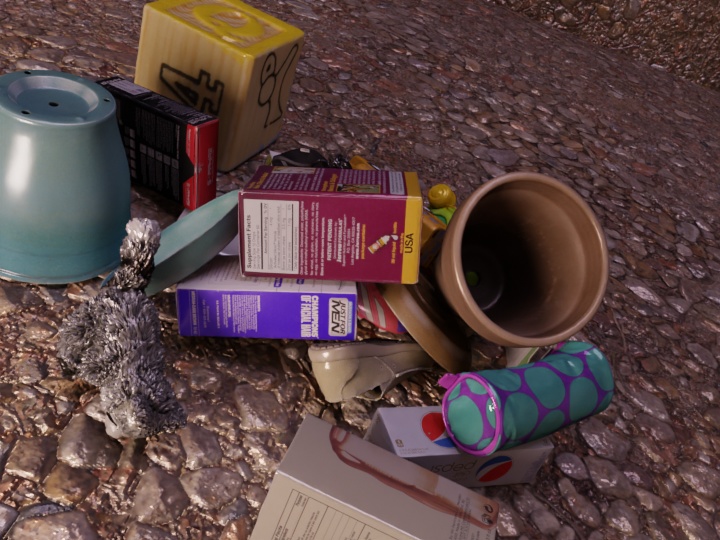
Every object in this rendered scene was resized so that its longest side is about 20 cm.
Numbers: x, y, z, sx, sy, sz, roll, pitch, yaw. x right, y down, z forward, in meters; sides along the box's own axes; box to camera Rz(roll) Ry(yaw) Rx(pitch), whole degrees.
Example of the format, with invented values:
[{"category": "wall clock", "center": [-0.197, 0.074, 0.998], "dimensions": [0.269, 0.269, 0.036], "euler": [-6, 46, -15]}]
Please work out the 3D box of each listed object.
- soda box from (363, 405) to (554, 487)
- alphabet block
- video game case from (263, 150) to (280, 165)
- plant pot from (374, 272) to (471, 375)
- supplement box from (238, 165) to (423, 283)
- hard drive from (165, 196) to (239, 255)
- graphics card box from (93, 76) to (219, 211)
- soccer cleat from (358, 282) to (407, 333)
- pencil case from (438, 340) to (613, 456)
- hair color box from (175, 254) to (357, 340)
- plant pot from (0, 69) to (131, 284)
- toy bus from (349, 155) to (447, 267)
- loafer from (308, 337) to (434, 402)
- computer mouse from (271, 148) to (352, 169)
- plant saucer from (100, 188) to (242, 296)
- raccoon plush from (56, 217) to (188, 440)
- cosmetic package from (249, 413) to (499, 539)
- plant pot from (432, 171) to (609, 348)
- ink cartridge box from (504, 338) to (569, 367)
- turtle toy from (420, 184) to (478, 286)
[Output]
[{"category": "soda box", "center": [0.106, 0.192, 0.810], "dimensions": [0.198, 0.064, 0.068], "euler": [4, 37, -26]}, {"category": "alphabet block", "center": [-0.230, -0.311, 1.197], "dimensions": [0.195, 0.201, 0.196], "euler": [26, 34, 8]}, {"category": "video game case", "center": [-0.042, -0.114, 1.156], "dimensions": [0.198, 0.036, 0.182], "euler": [11, 31, -22]}, {"category": "plant pot", "center": [0.080, 0.046, 0.937], "dimensions": [0.200, 0.027, 0.200], "euler": [47, 14, -16]}, {"category": "supplement box", "center": [-0.031, -0.056, 0.854], "dimensions": [0.198, 0.104, 0.131], "euler": [3, 21, 1]}, {"category": "hard drive", "center": [-0.151, -0.040, 1.022], "dimensions": [0.198, 0.026, 0.132], "euler": [18, 34, -5]}, {"category": "graphics card box", "center": [-0.283, -0.176, 1.023], "dimensions": [0.199, 0.126, 0.051], "euler": [24, 35, 23]}, {"category": "soccer cleat", "center": [0.000, 0.000, 0.983], "dimensions": [0.200, 0.077, 0.067], "euler": [45, 34, 12]}, {"category": "pencil case", "center": [0.182, 0.133, 0.802], "dimensions": [0.199, 0.085, 0.093], "euler": [-8, 59, -38]}, {"category": "hair color box", "center": [-0.102, 0.029, 0.860], "dimensions": [0.198, 0.065, 0.109], "euler": [0, 21, 0]}, {"category": "plant pot", "center": [-0.360, -0.119, 0.865], "dimensions": [0.198, 0.189, 0.201], "euler": [13, 35, -9]}, {"category": "toy bus", "center": [0.037, -0.088, 1.045], "dimensions": [0.200, 0.065, 0.078], "euler": [43, 16, 28]}, {"category": "loafer", "center": [0.015, 0.115, 0.864], "dimensions": [0.075, 0.069, 0.199], "euler": [0, -3, 44]}, {"category": "computer mouse", "center": [-0.036, -0.111, 1.017], "dimensions": [0.046, 0.141, 0.199], "euler": [-44, 29, -20]}, {"category": "plant saucer", "center": [-0.209, -0.025, 0.869], "dimensions": [0.036, 0.199, 0.200], "euler": [58, 29, -19]}, {"category": "raccoon plush", "center": [-0.213, 0.063, 0.708], "dimensions": [0.133, 0.202, 0.096], "euler": [27, 21, 34]}, {"category": "cosmetic package", "center": [0.013, 0.229, 0.675], "dimensions": [0.199, 0.104, 0.087], "euler": [25, 32, 3]}, {"category": "plant pot", "center": [0.171, -0.004, 0.907], "dimensions": [0.198, 0.175, 0.202], "euler": [2, 82, -16]}, {"category": "ink cartridge box", "center": [0.246, 0.066, 0.985], "dimensions": [0.048, 0.146, 0.201], "euler": [23, 33, -15]}, {"category": "turtle toy", "center": [0.140, -0.020, 1.075], "dimensions": [0.200, 0.101, 0.146], "euler": [54, 1, 40]}]
